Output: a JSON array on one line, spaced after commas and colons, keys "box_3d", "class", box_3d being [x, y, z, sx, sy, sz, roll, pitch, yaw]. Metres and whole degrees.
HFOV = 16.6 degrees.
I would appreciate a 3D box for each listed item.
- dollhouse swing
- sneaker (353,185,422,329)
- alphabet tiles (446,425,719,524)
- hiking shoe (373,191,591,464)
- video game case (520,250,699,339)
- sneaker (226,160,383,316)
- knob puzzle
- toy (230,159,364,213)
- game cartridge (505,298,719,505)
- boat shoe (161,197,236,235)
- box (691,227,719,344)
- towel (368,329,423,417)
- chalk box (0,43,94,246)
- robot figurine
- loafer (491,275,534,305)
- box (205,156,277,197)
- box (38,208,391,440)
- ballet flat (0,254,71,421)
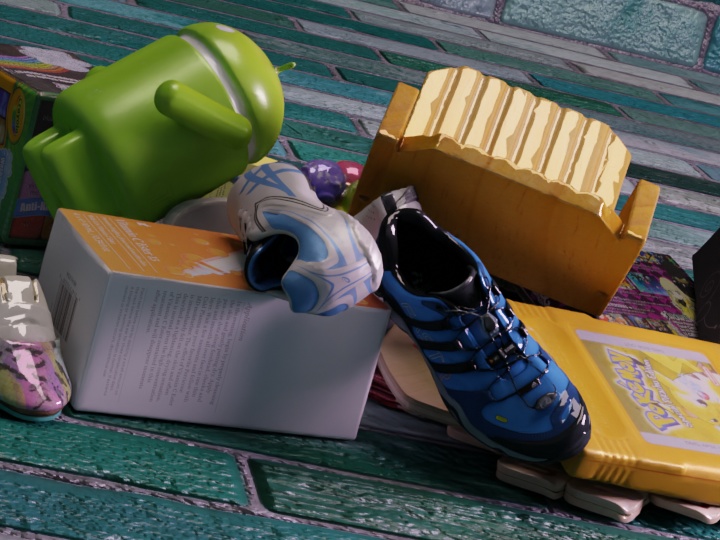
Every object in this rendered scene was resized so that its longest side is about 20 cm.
[{"box_3d": [0.119, -0.093, 1.786, 0.200, 0.176, 0.182, 23, -27, 1], "class": "dollhouse swing"}, {"box_3d": [0.000, 0.000, 1.737, 0.087, 0.075, 0.200, -6, -20, -14], "class": "sneaker"}, {"box_3d": [0.164, 0.131, 1.703, 0.196, 0.015, 0.200, 17, 14, 17], "class": "alphabet tiles"}, {"box_3d": [0.070, 0.043, 1.578, 0.200, 0.074, 0.087, 46, -14, 23], "class": "hiking shoe"}, {"box_3d": [0.221, 0.049, 1.875, 0.200, 0.036, 0.181, 8, 38, -48], "class": "video game case"}, {"box_3d": [-0.052, -0.021, 1.570, 0.072, 0.072, 0.200, -18, 20, -17], "class": "sneaker"}, {"box_3d": [0.094, 0.088, 1.707, 0.220, 0.030, 0.220, 15, 19, -5], "class": "knob puzzle"}, {"box_3d": [0.001, -0.054, 1.864, 0.200, 0.047, 0.115, 17, 9, -40], "class": "toy"}, {"box_3d": [0.197, 0.092, 1.683, 0.200, 0.032, 0.176, 13, 29, -29], "class": "game cartridge"}, {"box_3d": [-0.084, -0.017, 1.838, 0.200, 0.075, 0.093, 16, 4, -39], "class": "boat shoe"}, {"box_3d": [0.332, 0.021, 1.880, 0.106, 0.122, 0.200, 35, 25, -13], "class": "box"}, {"box_3d": [-0.007, 0.057, 1.801, 0.200, 0.023, 0.144, 21, 15, 21], "class": "towel"}, {"box_3d": [-0.239, -0.090, 1.925, 0.125, 0.124, 0.200, 5, 18, -38], "class": "chalk box"}, {"box_3d": [-0.142, -0.105, 1.792, 0.200, 0.116, 0.175, -30, 17, -19], "class": "robot figurine"}, {"box_3d": [0.098, 0.025, 1.903, 0.200, 0.075, 0.070, 28, 1, 41], "class": "loafer"}, {"box_3d": [-0.056, -0.047, 2.047, 0.200, 0.075, 0.050, 19, 14, 19], "class": "box"}, {"box_3d": [-0.102, 0.036, 1.622, 0.200, 0.098, 0.124, 9, 16, -27], "class": "box"}, {"box_3d": [-0.231, 0.028, 1.573, 0.069, 0.071, 0.200, 9, 15, -26], "class": "ballet flat"}]
